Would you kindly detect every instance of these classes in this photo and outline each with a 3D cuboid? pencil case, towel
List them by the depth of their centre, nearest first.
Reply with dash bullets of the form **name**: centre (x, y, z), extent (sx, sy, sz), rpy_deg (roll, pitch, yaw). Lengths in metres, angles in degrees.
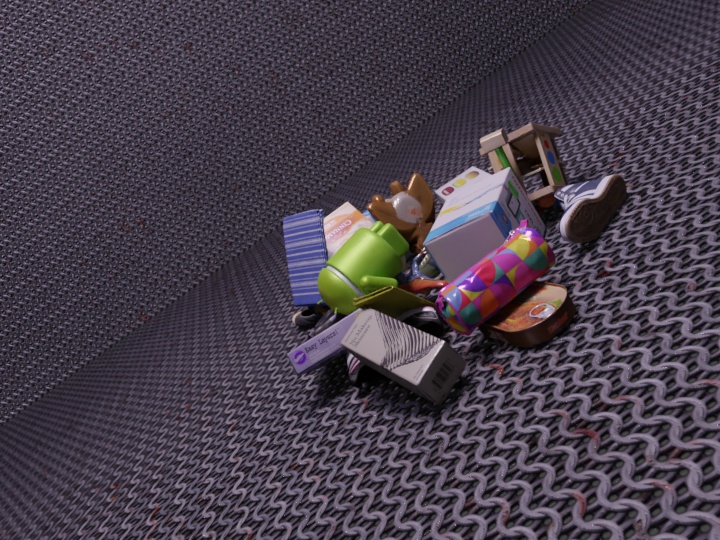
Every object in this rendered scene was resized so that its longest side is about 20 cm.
- **pencil case**: centre (0.208, 0.013, 1.080), extent (0.200, 0.089, 0.088), rpy_deg (-39, 16, -14)
- **towel**: centre (0.080, 0.063, 1.192), extent (0.086, 0.200, 0.018), rpy_deg (-25, 60, 31)
- **towel**: centre (-0.110, -0.023, 1.478), extent (0.024, 0.201, 0.145), rpy_deg (-7, 0, -39)

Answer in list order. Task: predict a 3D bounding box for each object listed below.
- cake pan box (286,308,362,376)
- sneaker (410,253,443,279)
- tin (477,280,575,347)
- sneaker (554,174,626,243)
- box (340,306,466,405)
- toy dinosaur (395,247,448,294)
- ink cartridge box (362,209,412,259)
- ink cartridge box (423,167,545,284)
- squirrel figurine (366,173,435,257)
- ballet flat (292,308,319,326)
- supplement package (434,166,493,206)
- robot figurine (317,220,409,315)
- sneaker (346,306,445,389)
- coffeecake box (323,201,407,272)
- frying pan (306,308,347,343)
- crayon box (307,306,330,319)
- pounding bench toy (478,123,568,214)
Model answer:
- **cake pan box**: centre (-0.025, 0.125, 1.311), extent (0.184, 0.052, 0.200), rpy_deg (-30, -8, 12)
- **sneaker**: centre (0.170, -0.044, 1.449), extent (0.200, 0.090, 0.067), rpy_deg (-29, 17, 21)
- **tin**: centre (0.247, 0.063, 1.068), extent (0.112, 0.042, 0.200), rpy_deg (-42, 16, -11)
- **sneaker**: centre (0.377, -0.102, 1.224), extent (0.200, 0.070, 0.108), rpy_deg (-37, 19, -35)
- **box**: centre (0.062, 0.127, 1.075), extent (0.200, 0.068, 0.082), rpy_deg (19, 71, 51)
- **toy dinosaur**: centre (0.115, 0.036, 1.364), extent (0.200, 0.105, 0.181), rpy_deg (-52, 27, -1)
- **ink cartridge box**: centre (0.007, -0.036, 1.662), extent (0.200, 0.146, 0.084), rpy_deg (-42, 16, -25)
- **ink cartridge box**: centre (0.232, -0.065, 1.275), extent (0.146, 0.147, 0.200), rpy_deg (-26, 18, 32)
- **squirrel figurine**: centre (0.103, -0.099, 1.562), extent (0.141, 0.200, 0.187), rpy_deg (-42, 3, -14)
- **ballet flat**: centre (-0.098, 0.092, 1.667), extent (0.200, 0.057, 0.066), rpy_deg (-20, 20, 44)
- **supplement package**: centre (0.254, -0.147, 1.546), extent (0.114, 0.110, 0.200), rpy_deg (-33, 15, 3)
- **robot figurine**: centre (0.000, 0.000, 1.328), extent (0.200, 0.116, 0.175), rpy_deg (-48, 27, -11)
- **sneaker**: centre (0.062, 0.143, 1.179), extent (0.200, 0.080, 0.086), rpy_deg (-37, 25, 24)
- **coffeecake box**: centre (-0.021, -0.035, 1.508), extent (0.153, 0.073, 0.200), rpy_deg (-37, 54, -15)
- **frying pan**: centre (-0.075, 0.113, 1.428), extent (0.190, 0.031, 0.115), rpy_deg (-35, 11, 48)
- **crayon box**: centre (-0.009, 0.042, 1.529), extent (0.200, 0.052, 0.126), rpy_deg (-39, 51, -17)
- **pounding bench toy**: centre (0.315, -0.187, 1.357), extent (0.124, 0.157, 0.200), rpy_deg (-23, -11, 40)
